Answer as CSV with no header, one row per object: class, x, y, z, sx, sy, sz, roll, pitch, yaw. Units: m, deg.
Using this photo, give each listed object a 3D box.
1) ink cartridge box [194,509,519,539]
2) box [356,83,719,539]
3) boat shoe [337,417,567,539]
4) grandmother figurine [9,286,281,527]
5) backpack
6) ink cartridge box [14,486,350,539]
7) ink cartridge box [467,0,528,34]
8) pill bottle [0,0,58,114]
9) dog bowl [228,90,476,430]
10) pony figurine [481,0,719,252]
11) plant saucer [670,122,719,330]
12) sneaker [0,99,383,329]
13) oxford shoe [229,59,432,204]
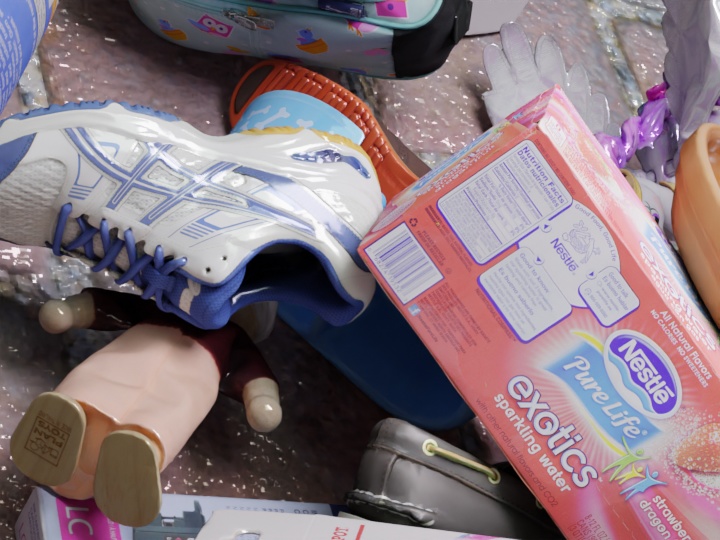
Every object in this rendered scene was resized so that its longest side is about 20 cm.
ink cartridge box,0.028,0.149,0.888,0.199,0.068,0.117,7,8,5
box,0.101,0.031,0.988,0.200,0.103,0.095,53,18,-6
boat shoe,0.072,0.115,1.023,0.201,0.072,0.061,20,84,-46
grandmother figurine,-0.090,0.043,1.017,0.121,0.061,0.200,34,27,5
backpack,-0.041,-0.203,1.197,0.199,0.153,0.176,6,76,13
ink cartridge box,-0.046,0.157,0.975,0.200,0.042,0.120,8,48,-28
ink cartridge box,0.070,-0.257,1.317,0.084,0.200,0.146,-10,57,-40
pill bottle,-0.221,-0.096,1.048,0.112,0.112,0.200,26,42,-8
dog bowl,0.000,0.000,1.103,0.200,0.112,0.050,41,55,9
pony figurine,0.175,-0.068,1.258,0.200,0.166,0.194,15,54,-43
plant saucer,0.206,0.022,1.037,0.200,0.037,0.200,45,21,-23
sneaker,-0.086,-0.019,0.994,0.199,0.075,0.088,1,57,-9
oxford shoe,0.009,-0.037,1.187,0.200,0.071,0.073,44,8,22
